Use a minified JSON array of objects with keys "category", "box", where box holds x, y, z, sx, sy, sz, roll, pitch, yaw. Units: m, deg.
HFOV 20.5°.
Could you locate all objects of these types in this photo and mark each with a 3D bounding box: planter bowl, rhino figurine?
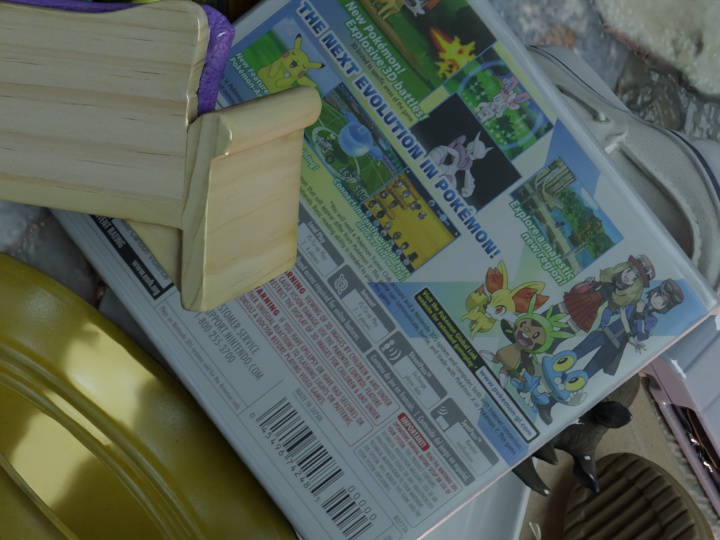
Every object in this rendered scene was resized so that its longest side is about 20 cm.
[{"category":"planter bowl","box":[-0.109,0.088,0.706,0.083,0.201,0.200,-43,123,11]},{"category":"rhino figurine","box":[0.077,0.027,0.847,0.087,0.200,0.060,19,123,-9]}]

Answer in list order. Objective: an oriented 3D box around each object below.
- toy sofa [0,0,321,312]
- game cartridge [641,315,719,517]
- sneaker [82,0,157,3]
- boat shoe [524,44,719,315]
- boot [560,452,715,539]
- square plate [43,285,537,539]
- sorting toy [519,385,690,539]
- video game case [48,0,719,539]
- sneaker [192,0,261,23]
[{"category":"toy sofa","box":[-0.119,-0.053,0.675,0.083,0.199,0.098,-26,123,-68]},{"category":"game cartridge","box":[0.229,0.072,1.045,0.133,0.041,0.200,-46,120,-26]},{"category":"sneaker","box":[-0.153,-0.131,0.683,0.200,0.130,0.080,15,81,-36]},{"category":"boat shoe","box":[0.092,-0.042,0.838,0.070,0.200,0.071,-2,122,-29]},{"category":"boot","box":[0.168,0.190,0.891,0.072,0.200,0.166,-33,138,13]},{"category":"square plate","box":[-0.037,0.121,0.806,0.198,0.028,0.200,20,68,-12]},{"category":"sorting toy","box":[0.068,0.110,0.912,0.200,0.036,0.186,-24,90,-35]},{"category":"video game case","box":[0.006,-0.010,0.763,0.182,0.022,0.200,-38,89,2]},{"category":"sneaker","box":[-0.029,-0.121,0.822,0.200,0.075,0.088,47,25,-14]}]
